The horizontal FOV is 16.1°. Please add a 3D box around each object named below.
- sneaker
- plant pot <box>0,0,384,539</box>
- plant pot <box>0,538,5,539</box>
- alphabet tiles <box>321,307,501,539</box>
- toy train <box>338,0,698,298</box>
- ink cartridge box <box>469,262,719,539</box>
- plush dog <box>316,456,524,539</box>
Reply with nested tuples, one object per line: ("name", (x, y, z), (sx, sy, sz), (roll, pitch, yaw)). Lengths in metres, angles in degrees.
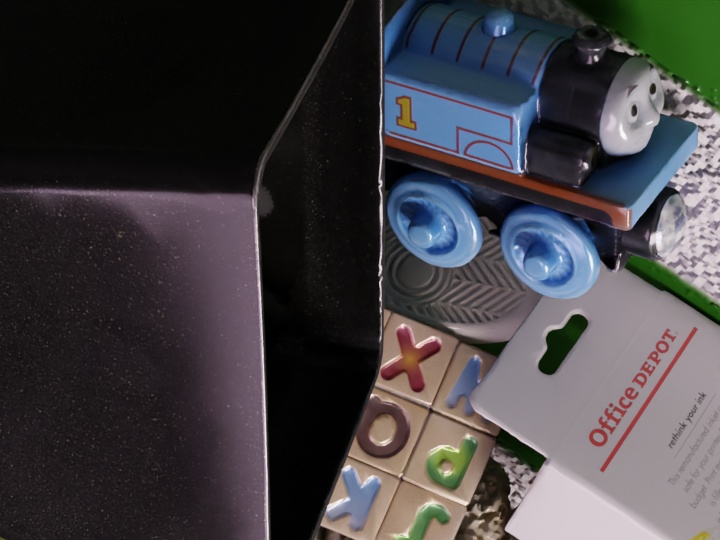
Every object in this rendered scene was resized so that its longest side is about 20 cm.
("sneaker", (0.000, 0.000, 1.192), (0.200, 0.075, 0.085), (16, 157, 24))
("plant pot", (-0.096, -0.004, 0.979), (0.177, 0.200, 0.200), (6, 121, 12))
("plant pot", (-0.107, 0.085, 1.209), (0.187, 0.187, 0.200), (46, 172, -10))
("alphabet tiles", (-0.048, 0.081, 1.111), (0.200, 0.167, 0.008), (23, -179, -12))
("toy train", (0.044, -0.064, 1.063), (0.200, 0.087, 0.114), (18, 134, 26))
("ink cartridge box", (0.146, 0.093, 1.117), (0.200, 0.115, 0.068), (34, 144, 7))
("plush dog", (0.073, 0.147, 1.194), (0.171, 0.160, 0.200), (-9, 100, 20))
